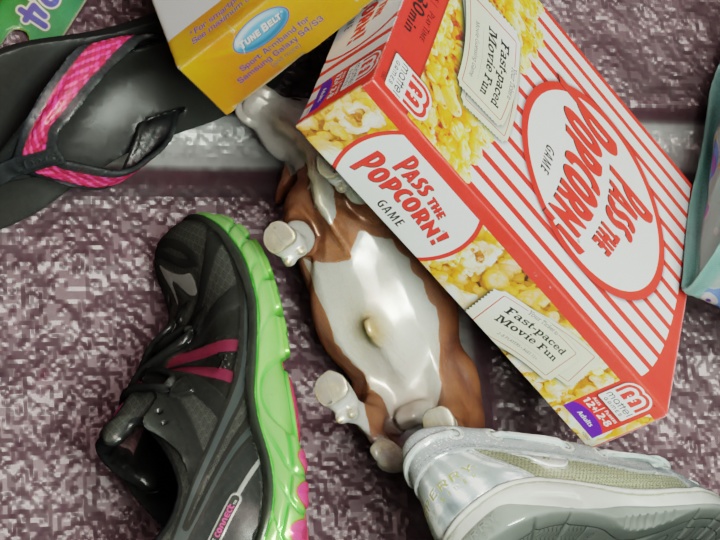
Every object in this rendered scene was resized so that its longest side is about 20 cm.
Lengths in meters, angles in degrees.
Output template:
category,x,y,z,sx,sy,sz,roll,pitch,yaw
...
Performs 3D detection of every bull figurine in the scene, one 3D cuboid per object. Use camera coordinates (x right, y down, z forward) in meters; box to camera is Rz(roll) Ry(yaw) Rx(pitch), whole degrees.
category,x,y,z,sx,sy,sz,roll,pitch,yaw
bull figurine,0.000,0.000,0.862,0.065,0.121,0.201,-27,87,12

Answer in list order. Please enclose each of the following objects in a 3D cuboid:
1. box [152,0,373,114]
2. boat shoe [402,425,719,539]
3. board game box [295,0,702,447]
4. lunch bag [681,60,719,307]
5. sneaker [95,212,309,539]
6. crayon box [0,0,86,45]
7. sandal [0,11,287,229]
category,x,y,z,sx,sy,sz,roll,pitch,yaw
box,-0.049,-0.174,0.870,0.119,0.041,0.201,-36,47,12
boat shoe,0.093,0.102,0.834,0.201,0.075,0.065,10,36,-50
board game box,0.068,-0.045,0.854,0.200,0.046,0.152,46,37,-23
lunch bag,0.249,-0.049,0.920,0.169,0.122,0.201,26,39,-8
sneaker,-0.070,0.051,0.815,0.083,0.077,0.201,-4,45,-8
crayon box,-0.234,-0.138,0.875,0.199,0.052,0.126,30,68,-4
sandal,-0.111,-0.074,0.873,0.199,0.045,0.076,-27,123,-22
